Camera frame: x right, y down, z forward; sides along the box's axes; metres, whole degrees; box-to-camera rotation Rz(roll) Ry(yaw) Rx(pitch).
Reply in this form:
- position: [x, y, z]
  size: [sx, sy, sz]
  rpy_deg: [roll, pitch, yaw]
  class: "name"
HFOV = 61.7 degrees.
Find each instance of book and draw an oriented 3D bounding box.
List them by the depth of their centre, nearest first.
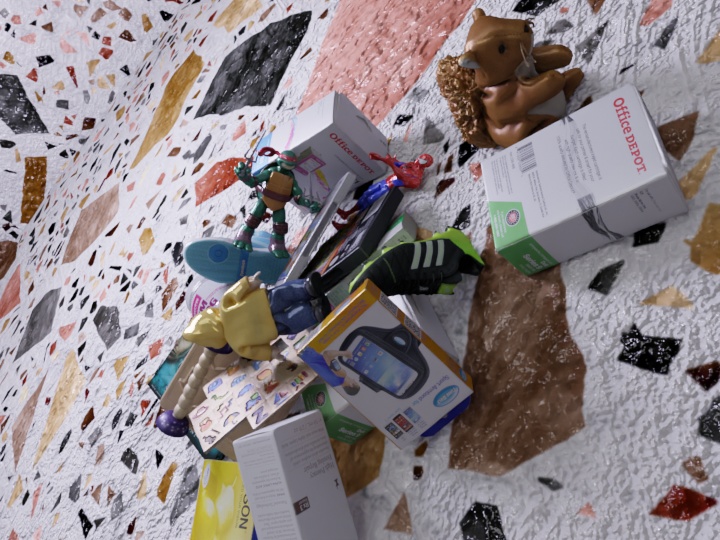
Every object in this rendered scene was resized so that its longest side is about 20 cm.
- position: [0.000, 0.000, 0.887]
  size: [0.200, 0.048, 0.134]
  rpy_deg: [-41, 6, 14]
  class: "book"

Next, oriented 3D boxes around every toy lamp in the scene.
- position: [-0.239, 0.152, 0.897]
  size: [0.200, 0.058, 0.058]
  rpy_deg: [-60, 38, 13]
  class: "toy lamp"

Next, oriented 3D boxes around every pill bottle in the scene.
- position: [-0.231, 0.075, 1.069]
  size: [0.200, 0.113, 0.114]
  rpy_deg: [25, 84, 51]
  class: "pill bottle"

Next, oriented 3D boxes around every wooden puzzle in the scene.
- position: [-0.193, 0.183, 0.940]
  size: [0.185, 0.046, 0.200]
  rpy_deg: [33, 101, 9]
  class: "wooden puzzle"

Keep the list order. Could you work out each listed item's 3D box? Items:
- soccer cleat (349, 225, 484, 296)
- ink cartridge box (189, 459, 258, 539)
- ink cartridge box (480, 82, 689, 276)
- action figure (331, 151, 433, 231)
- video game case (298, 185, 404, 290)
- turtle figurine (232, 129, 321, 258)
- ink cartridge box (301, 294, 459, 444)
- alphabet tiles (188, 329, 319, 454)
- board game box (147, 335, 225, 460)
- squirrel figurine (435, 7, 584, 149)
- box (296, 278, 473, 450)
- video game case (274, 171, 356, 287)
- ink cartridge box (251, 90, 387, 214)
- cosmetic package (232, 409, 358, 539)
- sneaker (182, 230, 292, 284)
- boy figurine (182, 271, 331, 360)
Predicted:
- position: [0.076, 0.002, 0.757]
  size: [0.081, 0.200, 0.068]
  rpy_deg: [51, 143, 24]
  class: "soccer cleat"
- position: [-0.168, 0.374, 0.848]
  size: [0.200, 0.047, 0.198]
  rpy_deg: [-14, 61, 42]
  class: "ink cartridge box"
- position: [0.256, -0.102, 0.712]
  size: [0.200, 0.084, 0.146]
  rpy_deg: [-25, 49, 32]
  class: "ink cartridge box"
- position: [0.021, -0.145, 0.973]
  size: [0.200, 0.099, 0.065]
  rpy_deg: [-29, 39, 26]
  class: "action figure"
- position: [-0.026, -0.031, 0.912]
  size: [0.181, 0.026, 0.200]
  rpy_deg: [-36, 15, 34]
  class: "video game case"
- position: [-0.138, -0.125, 0.996]
  size: [0.101, 0.149, 0.200]
  rpy_deg: [-98, 26, -70]
  class: "turtle figurine"
- position: [0.013, 0.114, 0.815]
  size: [0.200, 0.087, 0.145]
  rpy_deg: [-43, 42, 18]
  class: "ink cartridge box"
- position: [-0.142, 0.154, 0.818]
  size: [0.200, 0.008, 0.167]
  rpy_deg: [-40, 30, -11]
  class: "alphabet tiles"
- position: [-0.266, 0.208, 1.021]
  size: [0.200, 0.028, 0.135]
  rpy_deg: [40, 99, 27]
  class: "board game box"
- position: [0.179, -0.250, 0.809]
  size: [0.200, 0.187, 0.142]
  rpy_deg: [0, 65, 46]
  class: "squirrel figurine"
- position: [0.037, 0.120, 0.709]
  size: [0.119, 0.200, 0.041]
  rpy_deg: [-44, 7, 17]
  class: "box"
- position: [-0.076, -0.058, 0.969]
  size: [0.200, 0.018, 0.143]
  rpy_deg: [-60, 11, -9]
  class: "video game case"
- position: [-0.071, -0.202, 1.063]
  size: [0.200, 0.144, 0.085]
  rpy_deg: [-25, 47, 33]
  class: "ink cartridge box"
- position: [-0.071, 0.279, 0.715]
  size: [0.074, 0.102, 0.200]
  rpy_deg: [-24, 81, 30]
  class: "cosmetic package"
- position: [-0.224, -0.032, 1.087]
  size: [0.131, 0.200, 0.080]
  rpy_deg: [49, 122, 58]
  class: "sneaker"
- position: [-0.141, 0.068, 0.815]
  size: [0.200, 0.125, 0.064]
  rpy_deg: [-18, 9, 11]
  class: "boy figurine"
